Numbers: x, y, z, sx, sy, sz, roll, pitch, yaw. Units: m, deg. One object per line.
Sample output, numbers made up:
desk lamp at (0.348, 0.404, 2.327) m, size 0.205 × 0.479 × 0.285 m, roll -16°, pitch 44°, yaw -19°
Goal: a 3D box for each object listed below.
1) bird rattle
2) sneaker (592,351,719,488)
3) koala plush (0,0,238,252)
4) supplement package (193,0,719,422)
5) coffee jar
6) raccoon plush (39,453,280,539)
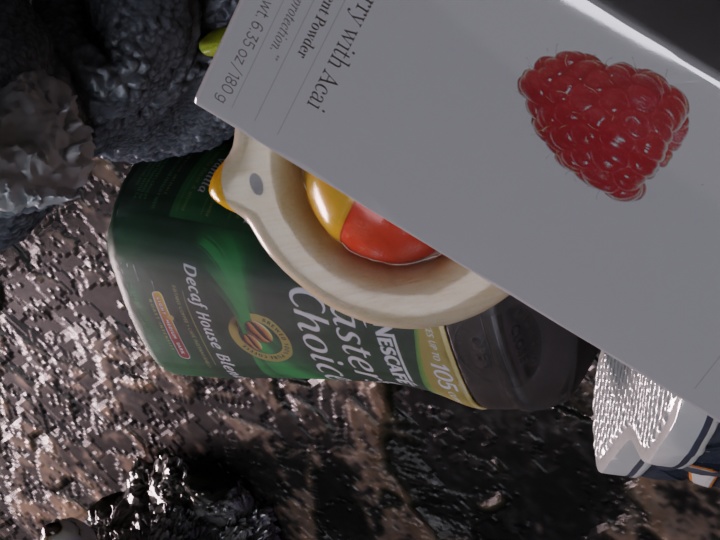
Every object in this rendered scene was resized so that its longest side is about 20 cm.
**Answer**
bird rattle at (0.030, -0.053, 0.954) m, size 0.200 × 0.113 × 0.163 m, roll 32°, pitch 118°, yaw -3°
sneaker at (0.140, 0.042, 0.986) m, size 0.079 × 0.079 × 0.200 m, roll 4°, pitch 172°, yaw -1°
koala plush at (-0.134, -0.077, 0.985) m, size 0.177 × 0.200 × 0.184 m, roll -13°, pitch 123°, yaw 41°
supplement package at (0.073, -0.071, 0.791) m, size 0.200 × 0.120 × 0.121 m, roll 31°, pitch 135°, yaw 1°
coffee jar at (0.000, 0.000, 1.063) m, size 0.199 × 0.085 × 0.105 m, roll 4°, pitch 133°, yaw 30°
raccoon plush at (-0.086, 0.187, 1.270) m, size 0.200 × 0.134 × 0.097 m, roll 44°, pitch 138°, yaw -13°
